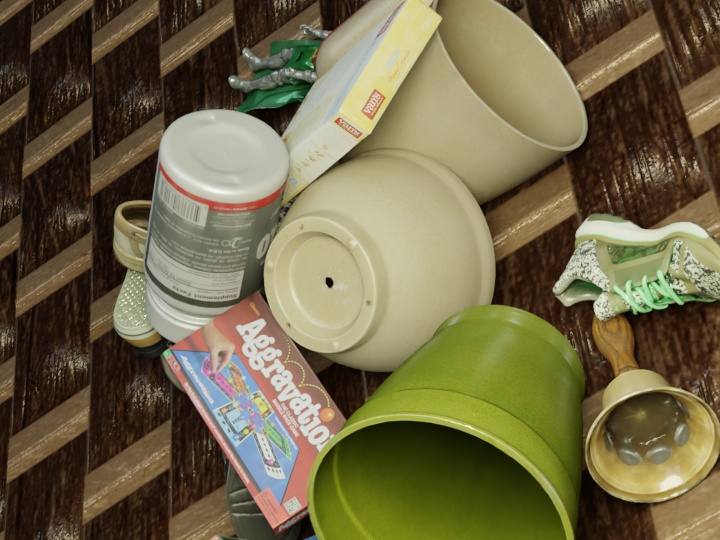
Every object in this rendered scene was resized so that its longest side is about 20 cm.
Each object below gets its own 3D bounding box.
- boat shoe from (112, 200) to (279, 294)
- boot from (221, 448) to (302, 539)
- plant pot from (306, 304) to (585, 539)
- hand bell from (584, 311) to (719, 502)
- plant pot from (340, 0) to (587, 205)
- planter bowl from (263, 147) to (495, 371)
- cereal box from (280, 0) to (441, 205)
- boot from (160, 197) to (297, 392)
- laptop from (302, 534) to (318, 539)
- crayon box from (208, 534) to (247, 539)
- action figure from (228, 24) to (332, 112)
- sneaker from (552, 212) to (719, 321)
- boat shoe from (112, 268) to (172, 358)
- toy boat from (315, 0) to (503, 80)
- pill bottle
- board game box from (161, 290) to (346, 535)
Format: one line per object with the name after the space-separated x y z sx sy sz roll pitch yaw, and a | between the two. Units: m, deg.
-0.137 -0.026 1.757 0.199 0.065 0.072 5 53 -3 | boat shoe
-0.098 0.156 1.709 0.073 0.201 0.151 -11 5 -6 | boot
0.086 0.129 1.387 0.200 0.201 0.193 -22 24 34 | plant pot
0.212 0.084 1.468 0.104 0.104 0.200 -39 25 16 | hand bell
0.076 -0.127 1.716 0.200 0.187 0.188 -43 35 33 | plant pot
0.000 0.000 1.618 0.200 0.135 0.201 8 104 33 | planter bowl
-0.015 -0.146 1.635 0.144 0.039 0.200 -59 14 -28 | cereal box
-0.120 0.019 1.858 0.150 0.073 0.201 -18 44 35 | boot
0.030 0.171 1.535 0.187 0.116 0.201 -4 63 44 | laptop
-0.153 0.312 1.599 0.200 0.127 0.051 -42 64 12 | crayon box
-0.055 -0.228 2.028 0.199 0.055 0.118 -5 53 40 | action figure
0.230 0.013 1.489 0.089 0.077 0.200 -50 27 -18 | sneaker
-0.189 0.002 1.818 0.074 0.062 0.201 1 49 19 | boat shoe
0.056 -0.230 1.874 0.200 0.131 0.131 -37 9 18 | toy boat
-0.133 -0.033 1.642 0.114 0.113 0.200 -97 16 -45 | pill bottle
-0.080 0.119 1.587 0.103 0.019 0.200 -33 61 -7 | board game box
